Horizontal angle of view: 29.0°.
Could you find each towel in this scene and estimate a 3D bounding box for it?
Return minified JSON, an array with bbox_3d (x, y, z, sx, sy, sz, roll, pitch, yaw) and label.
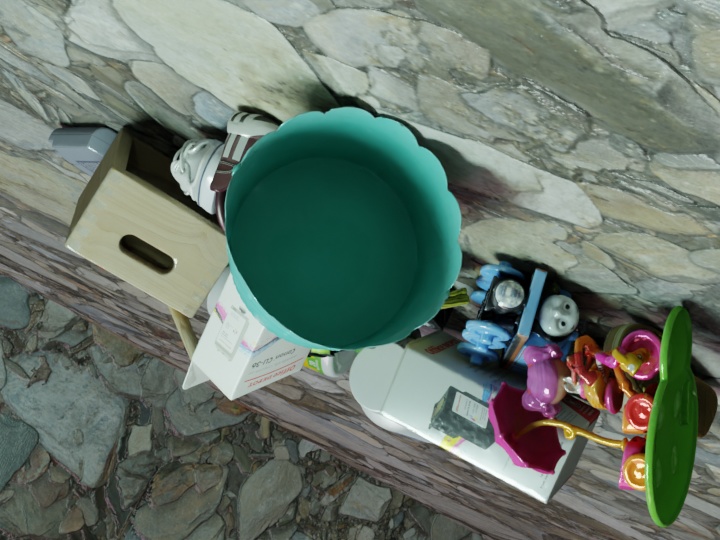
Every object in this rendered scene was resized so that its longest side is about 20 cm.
[{"bbox_3d":[0.028,0.041,1.452,0.085,0.018,0.200,-6,176,-28],"label":"towel"}]

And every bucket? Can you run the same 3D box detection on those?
[{"bbox_3d":[-0.021,-0.027,1.180,0.206,0.209,0.135,26,169,-6],"label":"bucket"}]

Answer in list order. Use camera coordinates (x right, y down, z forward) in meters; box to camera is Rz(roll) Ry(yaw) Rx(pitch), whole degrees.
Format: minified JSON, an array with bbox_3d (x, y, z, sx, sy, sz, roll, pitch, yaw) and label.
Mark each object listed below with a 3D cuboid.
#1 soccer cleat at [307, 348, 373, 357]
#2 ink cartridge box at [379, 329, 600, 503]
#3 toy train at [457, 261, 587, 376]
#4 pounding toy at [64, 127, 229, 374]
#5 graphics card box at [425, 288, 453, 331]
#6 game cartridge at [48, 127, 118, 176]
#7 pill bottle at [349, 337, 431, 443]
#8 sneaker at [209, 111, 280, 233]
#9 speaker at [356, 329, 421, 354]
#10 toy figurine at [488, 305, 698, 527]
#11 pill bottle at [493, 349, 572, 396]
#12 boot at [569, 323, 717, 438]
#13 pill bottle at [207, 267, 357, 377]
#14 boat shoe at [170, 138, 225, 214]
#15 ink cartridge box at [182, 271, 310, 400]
[{"bbox_3d":[-0.072,0.067,1.550,0.198,0.068,0.081,-5,-155,-27],"label":"soccer cleat"},{"bbox_3d":[0.138,0.149,1.471,0.199,0.083,0.146,26,-168,16],"label":"ink cartridge box"},{"bbox_3d":[0.164,0.053,1.406,0.113,0.087,0.200,15,165,3],"label":"toy train"},{"bbox_3d":[-0.213,-0.022,1.504,0.199,0.143,0.184,31,-165,-16],"label":"pounding toy"},{"bbox_3d":[0.000,0.000,1.568,0.199,0.051,0.126,17,164,28],"label":"graphics card box"},{"bbox_3d":[-0.263,-0.110,1.659,0.199,0.041,0.133,35,168,-35],"label":"game cartridge"},{"bbox_3d":[0.062,0.142,1.665,0.111,0.113,0.200,19,175,25],"label":"pill bottle"},{"bbox_3d":[-0.076,-0.057,1.336,0.075,0.116,0.200,10,160,47],"label":"sneaker"},{"bbox_3d":[0.023,0.070,1.723,0.088,0.089,0.200,20,166,19],"label":"speaker"},{"bbox_3d":[0.208,0.125,1.301,0.183,0.202,0.150,5,-169,28],"label":"toy figurine"},{"bbox_3d":[0.189,0.145,1.646,0.110,0.112,0.200,23,167,7],"label":"pill bottle"},{"bbox_3d":[0.264,0.102,1.439,0.154,0.073,0.200,16,164,45],"label":"boot"},{"bbox_3d":[-0.098,0.056,1.833,0.199,0.112,0.111,20,166,21],"label":"pill bottle"},{"bbox_3d":[-0.160,-0.099,1.406,0.065,0.074,0.200,29,172,-4],"label":"boat shoe"},{"bbox_3d":[-0.095,0.054,1.414,0.067,0.201,0.116,42,-145,22],"label":"ink cartridge box"}]
